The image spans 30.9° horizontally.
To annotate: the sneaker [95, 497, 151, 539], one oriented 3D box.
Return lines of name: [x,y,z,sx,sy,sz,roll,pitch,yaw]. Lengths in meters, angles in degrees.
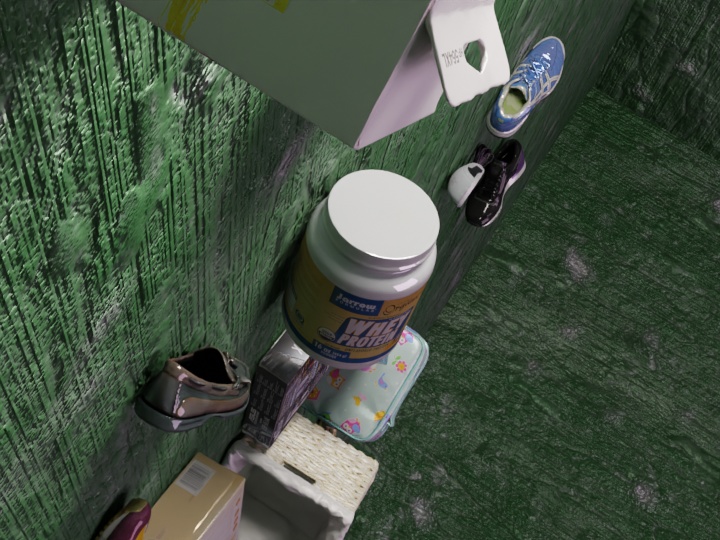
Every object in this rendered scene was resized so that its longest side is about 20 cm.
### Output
sneaker: [-0.249,0.331,1.374,0.200,0.090,0.075,-61,171,24]

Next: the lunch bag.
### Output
lunch bag: [0.005,0.161,2.002,0.200,0.160,0.077,-58,171,-2]

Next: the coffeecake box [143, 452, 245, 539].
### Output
coffeecake box: [-0.217,0.346,1.598,0.154,0.073,0.200,-51,162,-40]

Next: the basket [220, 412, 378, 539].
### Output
basket: [-0.107,0.334,1.857,0.200,0.198,0.161,-63,173,28]

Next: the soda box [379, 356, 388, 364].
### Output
soda box: [0.005,0.083,1.838,0.200,0.068,0.064,-107,-154,-84]

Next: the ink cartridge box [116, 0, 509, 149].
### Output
ink cartridge box: [-0.016,-0.153,0.581,0.125,0.200,0.129,-61,171,23]

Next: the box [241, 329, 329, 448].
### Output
box: [-0.086,0.128,1.730,0.158,0.050,0.200,-52,170,-32]

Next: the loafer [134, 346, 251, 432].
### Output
loafer: [-0.145,0.103,1.238,0.063,0.072,0.200,-66,168,13]

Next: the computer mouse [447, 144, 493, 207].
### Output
computer mouse: [0.186,-0.163,2.294,0.110,0.044,0.200,-55,178,16]

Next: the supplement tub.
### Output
supplement tub: [0.000,0.000,1.431,0.145,0.144,0.200,-51,169,-39]

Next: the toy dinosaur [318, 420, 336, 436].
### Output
toy dinosaur: [-0.065,0.303,2.548,0.200,0.058,0.101,-47,154,-87]

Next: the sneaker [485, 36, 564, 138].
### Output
sneaker: [0.288,-0.314,2.209,0.200,0.076,0.077,-58,176,-9]

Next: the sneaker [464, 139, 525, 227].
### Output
sneaker: [0.270,-0.185,2.665,0.200,0.076,0.088,-58,158,-22]
